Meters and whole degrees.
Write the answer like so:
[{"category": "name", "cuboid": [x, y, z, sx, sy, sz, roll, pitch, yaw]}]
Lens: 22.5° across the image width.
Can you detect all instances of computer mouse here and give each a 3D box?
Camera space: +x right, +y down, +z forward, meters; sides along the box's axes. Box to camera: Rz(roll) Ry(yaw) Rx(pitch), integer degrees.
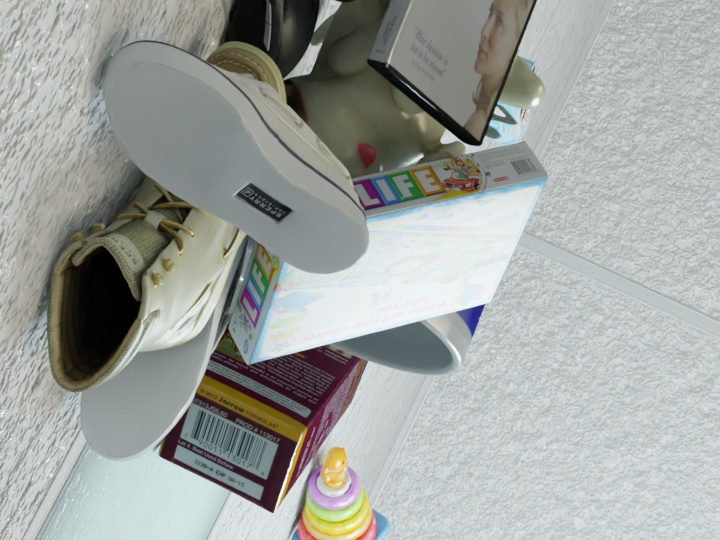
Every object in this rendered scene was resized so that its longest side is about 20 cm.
[{"category": "computer mouse", "cuboid": [-0.051, -0.175, 1.109, 0.141, 0.046, 0.202, -53, 165, -60]}]

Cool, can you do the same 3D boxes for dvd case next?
[{"category": "dvd case", "cuboid": [0.078, -0.196, 1.158, 0.142, 0.017, 0.202, 31, 78, -56]}]

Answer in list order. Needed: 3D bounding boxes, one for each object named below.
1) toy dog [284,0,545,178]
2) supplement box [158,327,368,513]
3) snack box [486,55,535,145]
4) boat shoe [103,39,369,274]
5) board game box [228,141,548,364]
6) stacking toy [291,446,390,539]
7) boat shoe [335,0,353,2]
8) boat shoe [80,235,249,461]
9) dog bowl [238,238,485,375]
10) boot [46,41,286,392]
[{"category": "toy dog", "cuboid": [0.000, -0.126, 1.258, 0.200, 0.193, 0.140, -46, 143, -25]}, {"category": "supplement box", "cuboid": [-0.073, 0.099, 1.507, 0.200, 0.109, 0.086, -50, 163, -60]}, {"category": "snack box", "cuboid": [0.118, -0.189, 1.862, 0.037, 0.115, 0.200, -63, 171, -10]}, {"category": "boat shoe", "cuboid": [-0.068, -0.075, 1.013, 0.071, 0.199, 0.070, -34, -138, 26]}, {"category": "board game box", "cuboid": [0.018, -0.012, 1.211, 0.198, 0.034, 0.135, -13, 145, -28]}, {"category": "stacking toy", "cuboid": [-0.033, 0.297, 2.374, 0.116, 0.109, 0.201, -46, 151, -31]}, {"category": "boat shoe", "cuboid": [0.015, -0.269, 1.174, 0.068, 0.071, 0.202, -33, 141, -63]}, {"category": "boat shoe", "cuboid": [-0.123, 0.035, 1.192, 0.068, 0.071, 0.202, 82, 26, -72]}, {"category": "dog bowl", "cuboid": [0.000, 0.000, 1.386, 0.200, 0.198, 0.079, 88, 25, -71]}, {"category": "boot", "cuboid": [-0.113, -0.032, 1.058, 0.202, 0.071, 0.155, -68, 168, 16]}]
